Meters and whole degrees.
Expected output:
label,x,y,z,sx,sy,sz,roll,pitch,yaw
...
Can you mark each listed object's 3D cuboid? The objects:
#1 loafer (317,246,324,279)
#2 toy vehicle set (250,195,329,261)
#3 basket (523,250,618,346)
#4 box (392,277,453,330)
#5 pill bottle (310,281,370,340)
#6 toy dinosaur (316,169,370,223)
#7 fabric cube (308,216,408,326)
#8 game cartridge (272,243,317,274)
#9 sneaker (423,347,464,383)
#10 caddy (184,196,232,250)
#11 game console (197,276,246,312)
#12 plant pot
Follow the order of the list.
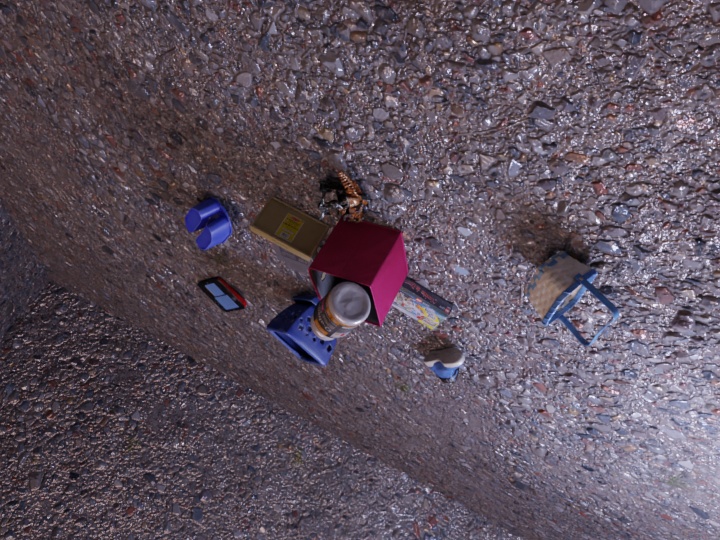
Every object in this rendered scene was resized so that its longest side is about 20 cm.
label,x,y,z,sx,sy,sz,roll,pitch,yaw
loafer,-0.125,-0.005,1.991,0.075,0.068,0.201,-2,135,43
toy vehicle set,-0.204,-0.123,1.831,0.198,0.125,0.027,28,150,5
basket,0.488,0.066,1.452,0.201,0.138,0.177,54,158,22
box,0.168,0.095,1.910,0.199,0.038,0.137,31,151,-1
pill bottle,-0.059,0.114,1.666,0.116,0.117,0.200,34,150,-7
toy dinosaur,-0.041,-0.194,1.635,0.134,0.103,0.202,-1,129,7
fabric cube,0.000,0.000,1.758,0.198,0.200,0.197,16,148,23
game cartridge,-0.199,-0.060,1.946,0.199,0.040,0.135,20,131,43
sneaker,0.302,0.320,2.085,0.111,0.077,0.199,46,152,-14
caddy,-0.491,-0.156,2.068,0.142,0.105,0.200,57,148,-2
game console,-0.572,0.102,2.601,0.177,0.031,0.199,46,147,-25
plant pot,-0.184,0.201,2.225,0.200,0.181,0.199,44,159,-22
